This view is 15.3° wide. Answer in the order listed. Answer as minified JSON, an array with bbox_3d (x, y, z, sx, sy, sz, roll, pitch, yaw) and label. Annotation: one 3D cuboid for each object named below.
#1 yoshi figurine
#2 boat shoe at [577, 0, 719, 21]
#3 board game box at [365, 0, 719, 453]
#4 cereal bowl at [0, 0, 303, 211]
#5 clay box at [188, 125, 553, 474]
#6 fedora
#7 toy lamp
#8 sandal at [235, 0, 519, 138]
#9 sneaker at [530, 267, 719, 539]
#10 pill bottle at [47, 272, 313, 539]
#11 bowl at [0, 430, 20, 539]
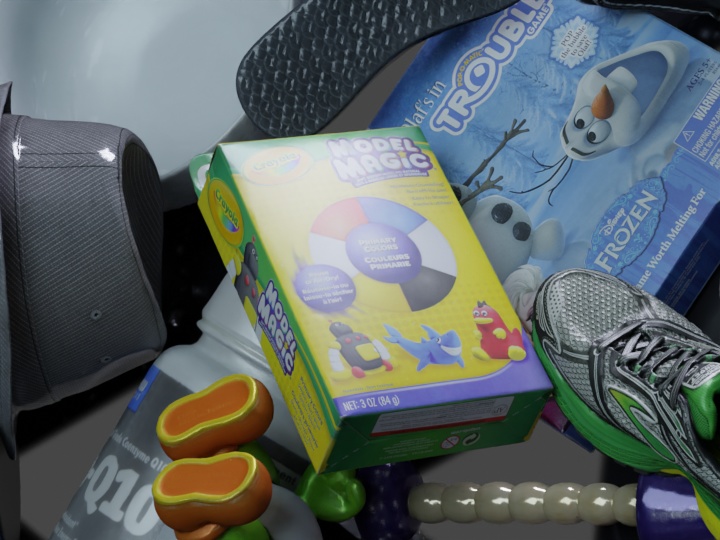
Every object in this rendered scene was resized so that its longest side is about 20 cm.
[{"bbox_3d":[-0.019,0.147,1.268,0.112,0.201,0.112,-41,37,-22],"label":"yoshi figurine"},{"bbox_3d":[0.198,-0.147,1.310,0.198,0.072,0.068,-9,68,4],"label":"boat shoe"},{"bbox_3d":[0.093,-0.044,1.357,0.199,0.043,0.201,33,89,34],"label":"board game box"},{"bbox_3d":[-0.105,-0.120,1.469,0.199,0.083,0.202,-10,68,25],"label":"cereal bowl"},{"bbox_3d":[0.000,0.000,1.293,0.201,0.114,0.048,64,148,33],"label":"clay box"},{"bbox_3d":[-0.144,-0.003,1.355,0.090,0.201,0.178,-4,45,-1],"label":"fedora"},{"bbox_3d":[0.096,0.113,1.293,0.199,0.058,0.059,0,72,31],"label":"toy lamp"},{"bbox_3d":[0.021,-0.143,1.373,0.199,0.043,0.076,-33,91,6],"label":"sandal"},{"bbox_3d":[0.153,0.055,1.216,0.078,0.085,0.200,-38,54,-18],"label":"sneaker"},{"bbox_3d":[-0.077,0.109,1.351,0.113,0.114,0.201,29,87,33],"label":"pill bottle"},{"bbox_3d":[-0.206,0.067,1.397,0.039,0.201,0.202,-5,67,-3],"label":"bowl"}]
